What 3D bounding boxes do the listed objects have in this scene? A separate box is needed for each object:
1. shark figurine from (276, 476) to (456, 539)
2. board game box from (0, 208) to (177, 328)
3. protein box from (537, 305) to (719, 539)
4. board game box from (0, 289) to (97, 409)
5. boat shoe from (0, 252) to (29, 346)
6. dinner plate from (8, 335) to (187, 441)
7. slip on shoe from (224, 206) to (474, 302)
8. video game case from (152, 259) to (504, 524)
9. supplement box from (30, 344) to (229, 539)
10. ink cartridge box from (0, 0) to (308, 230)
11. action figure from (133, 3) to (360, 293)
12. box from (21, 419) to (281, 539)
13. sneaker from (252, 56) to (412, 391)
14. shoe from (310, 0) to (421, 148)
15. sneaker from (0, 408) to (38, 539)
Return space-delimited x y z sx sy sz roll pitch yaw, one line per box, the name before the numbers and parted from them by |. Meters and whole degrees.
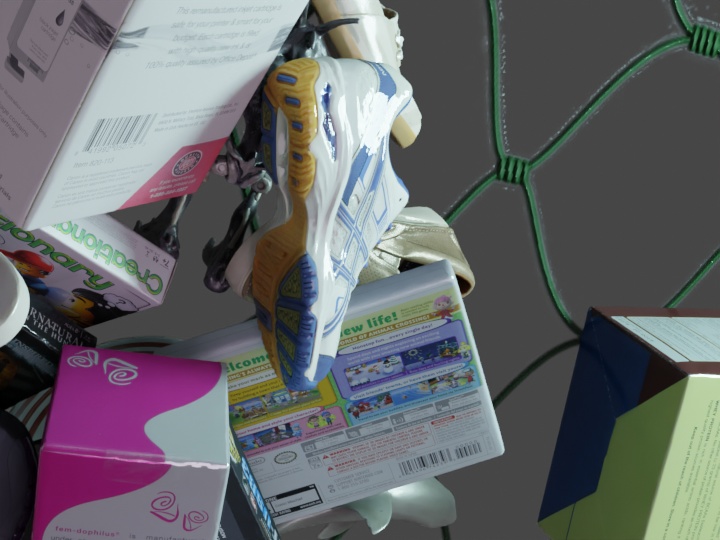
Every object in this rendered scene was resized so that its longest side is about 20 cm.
shark figurine | -0.022 0.185 0.960 0.212 0.089 0.130 -22 118 -18
board game box | -0.219 -0.029 0.754 0.199 0.125 0.035 35 57 -32
protein box | 0.276 0.146 1.053 0.198 0.135 0.201 2 110 -25
board game box | -0.269 0.017 0.758 0.134 0.028 0.200 -24 130 33
boat shoe | -0.256 0.027 0.698 0.197 0.075 0.093 7 148 15
dinner plate | -0.160 0.135 0.908 0.198 0.024 0.203 -10 116 -21
slip on shoe | 0.000 0.000 0.861 0.199 0.061 0.076 -2 136 -51
video game case | -0.015 0.089 0.877 0.198 0.022 0.183 -17 132 3
supplement box | -0.138 0.157 0.762 0.100 0.104 0.202 8 119 -10
ink cartridge box | -0.107 -0.130 0.669 0.146 0.083 0.201 -19 148 -57
action figure | -0.070 -0.092 0.810 0.118 0.102 0.201 18 118 -28
box | -0.155 0.190 0.865 0.196 0.050 0.202 -18 120 3
sneaker | -0.010 -0.023 0.762 0.087 0.075 0.202 -9 120 -31
shoe | -0.003 -0.166 0.825 0.053 0.070 0.201 -31 119 0
sneaker | -0.235 0.175 0.766 0.073 0.088 0.202 12 121 -16
